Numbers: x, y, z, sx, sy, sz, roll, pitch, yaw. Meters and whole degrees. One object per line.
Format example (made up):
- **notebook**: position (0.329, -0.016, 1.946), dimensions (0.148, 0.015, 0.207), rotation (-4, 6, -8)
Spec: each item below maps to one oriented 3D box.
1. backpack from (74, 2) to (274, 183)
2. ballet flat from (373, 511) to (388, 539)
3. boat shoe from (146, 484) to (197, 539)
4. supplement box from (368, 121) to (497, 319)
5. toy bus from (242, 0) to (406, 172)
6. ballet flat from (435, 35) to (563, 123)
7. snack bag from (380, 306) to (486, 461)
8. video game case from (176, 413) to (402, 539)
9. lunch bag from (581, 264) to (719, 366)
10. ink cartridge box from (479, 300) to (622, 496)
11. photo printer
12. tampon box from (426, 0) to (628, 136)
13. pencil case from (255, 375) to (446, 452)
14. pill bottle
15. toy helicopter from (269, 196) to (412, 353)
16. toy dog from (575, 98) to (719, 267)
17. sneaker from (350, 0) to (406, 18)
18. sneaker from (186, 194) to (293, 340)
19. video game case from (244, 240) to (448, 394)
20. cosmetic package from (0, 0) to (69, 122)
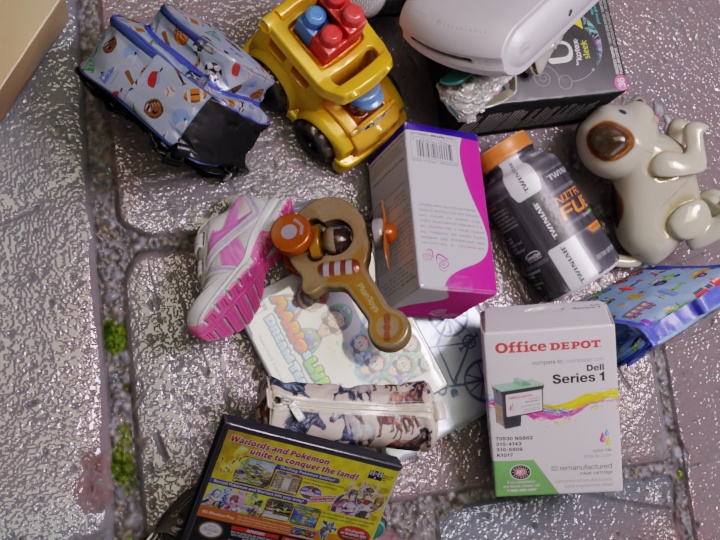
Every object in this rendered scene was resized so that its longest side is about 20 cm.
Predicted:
- **backpack**: position (-0.200, -0.202, 1.043), dimensions (0.190, 0.200, 0.154), rotation (31, 93, 8)
- **ballet flat**: position (-0.070, 0.262, 1.061), dimensions (0.200, 0.072, 0.072), rotation (5, 79, -16)
- **boat shoe**: position (-0.208, 0.315, 1.016), dimensions (0.067, 0.057, 0.200), rotation (38, 74, -4)
- **supplement box**: position (0.080, -0.054, 1.105), dimensions (0.101, 0.103, 0.200), rotation (6, 66, -25)
- **toy bus**: position (-0.026, -0.235, 1.092), dimensions (0.136, 0.192, 0.200), rotation (-41, 93, -18)
- **ballet flat**: position (0.169, -0.236, 1.082), dimensions (0.200, 0.072, 0.072), rotation (-38, 90, -13)
- **snack bag**: position (0.072, 0.112, 1.141), dimensions (0.200, 0.021, 0.189), rotation (-30, 87, -14)
- **video game case**: position (-0.078, 0.256, 1.001), dimensions (0.200, 0.026, 0.181), rotation (18, 101, -19)
- **lunch bag**: position (0.350, 0.048, 1.126), dimensions (0.150, 0.200, 0.094), rotation (-26, 87, -16)
- **ink cartridge box**: position (0.214, 0.144, 1.080), dimensions (0.145, 0.084, 0.200), rotation (-4, 104, 8)
- **photo printer**: position (0.152, -0.293, 1.039), dimensions (0.200, 0.069, 0.166), rotation (-44, 49, -18)
- **tampon box**: position (0.198, -0.260, 1.183), dimensions (0.200, 0.126, 0.150), rotation (-9, 82, -15)
- **pencil case**: position (-0.013, 0.155, 1.037), dimensions (0.200, 0.089, 0.078), rotation (3, 79, -10)
- **pill bottle**: position (0.219, -0.070, 1.165), dimensions (0.106, 0.106, 0.200), rotation (-31, 89, -17)
- **toy helicopter**: position (0.000, 0.000, 1.046), dimensions (0.132, 0.079, 0.200), rotation (-32, 66, -4)
- **toy dog**: position (0.348, -0.120, 1.193), dimensions (0.194, 0.140, 0.200), rotation (-32, 104, 19)
- **sneaker**: position (0.003, -0.377, 1.187), dimensions (0.114, 0.075, 0.200), rotation (3, 48, -45)
- **sneaker**: position (-0.149, -0.008, 1.073), dimensions (0.088, 0.081, 0.200), rotation (15, 52, 16)
- **video game case**: position (-0.022, 0.087, 1.104), dimensions (0.182, 0.024, 0.200), rotation (-27, 84, -13)
- **cosmetic package**: position (-0.420, -0.239, 1.057), dimensions (0.105, 0.071, 0.200), rotation (28, 75, -7)
